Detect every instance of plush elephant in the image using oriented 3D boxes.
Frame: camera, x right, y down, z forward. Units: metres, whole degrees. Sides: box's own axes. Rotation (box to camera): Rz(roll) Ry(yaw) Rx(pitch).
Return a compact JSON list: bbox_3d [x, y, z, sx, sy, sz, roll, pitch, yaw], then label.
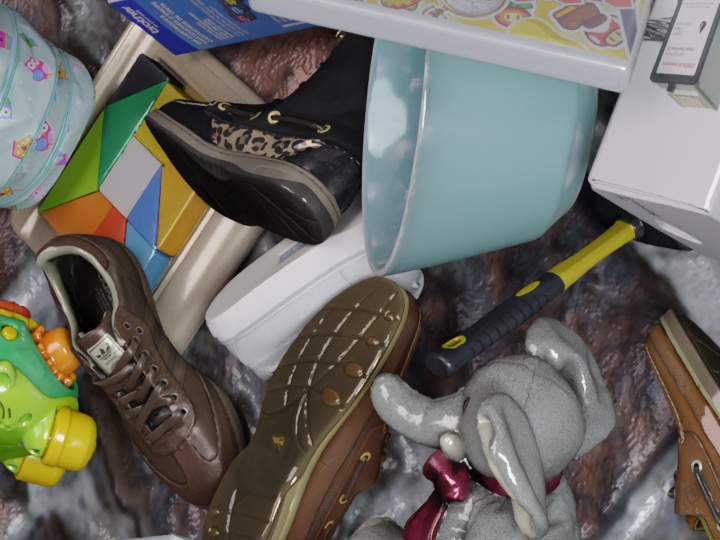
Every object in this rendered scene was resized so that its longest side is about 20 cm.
[{"bbox_3d":[0.065,0.112,1.440,0.198,0.165,0.156,-2,102,19],"label":"plush elephant"}]

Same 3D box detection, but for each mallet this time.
[{"bbox_3d":[0.117,0.004,1.451,0.066,0.041,0.200,10,37,40],"label":"mallet"}]

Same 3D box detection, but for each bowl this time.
[{"bbox_3d":[0.067,-0.091,1.477,0.201,0.104,0.203,-173,90,-81],"label":"bowl"}]

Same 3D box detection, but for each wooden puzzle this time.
[{"bbox_3d":[-0.141,-0.058,1.774,0.200,0.037,0.186,41,101,42],"label":"wooden puzzle"}]

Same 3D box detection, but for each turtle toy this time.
[{"bbox_3d":[-0.247,0.073,1.740,0.200,0.145,0.102,149,136,-68],"label":"turtle toy"}]

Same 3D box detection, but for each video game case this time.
[{"bbox_3d":[0.061,-0.183,1.398,0.198,0.023,0.183,13,52,8],"label":"video game case"}]

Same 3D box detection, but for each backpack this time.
[{"bbox_3d":[-0.268,-0.121,1.835,0.200,0.126,0.168,24,95,62],"label":"backpack"}]

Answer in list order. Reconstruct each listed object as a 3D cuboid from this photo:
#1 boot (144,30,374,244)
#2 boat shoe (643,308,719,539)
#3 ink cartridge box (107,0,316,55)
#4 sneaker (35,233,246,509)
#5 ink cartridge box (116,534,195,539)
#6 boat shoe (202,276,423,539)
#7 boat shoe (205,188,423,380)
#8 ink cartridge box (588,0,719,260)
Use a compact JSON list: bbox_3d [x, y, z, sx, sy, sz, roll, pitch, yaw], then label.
[{"bbox_3d":[-0.034,-0.100,1.650,0.151,0.073,0.200,-45,31,-15],"label":"boot"},{"bbox_3d":[0.190,0.109,1.398,0.068,0.072,0.201,-42,51,19],"label":"boat shoe"},{"bbox_3d":[-0.079,-0.222,1.743,0.199,0.076,0.137,-5,59,40],"label":"ink cartridge box"},{"bbox_3d":[-0.145,0.064,1.676,0.070,0.075,0.201,-42,67,19],"label":"sneaker"},{"bbox_3d":[-0.146,0.250,1.601,0.200,0.043,0.175,-16,59,64],"label":"ink cartridge box"},{"bbox_3d":[-0.019,0.097,1.586,0.072,0.067,0.201,38,102,48],"label":"boat shoe"},{"bbox_3d":[0.000,0.000,1.609,0.199,0.069,0.072,-35,19,15],"label":"boat shoe"},{"bbox_3d":[0.218,-0.108,1.410,0.084,0.145,0.201,18,85,40],"label":"ink cartridge box"}]
